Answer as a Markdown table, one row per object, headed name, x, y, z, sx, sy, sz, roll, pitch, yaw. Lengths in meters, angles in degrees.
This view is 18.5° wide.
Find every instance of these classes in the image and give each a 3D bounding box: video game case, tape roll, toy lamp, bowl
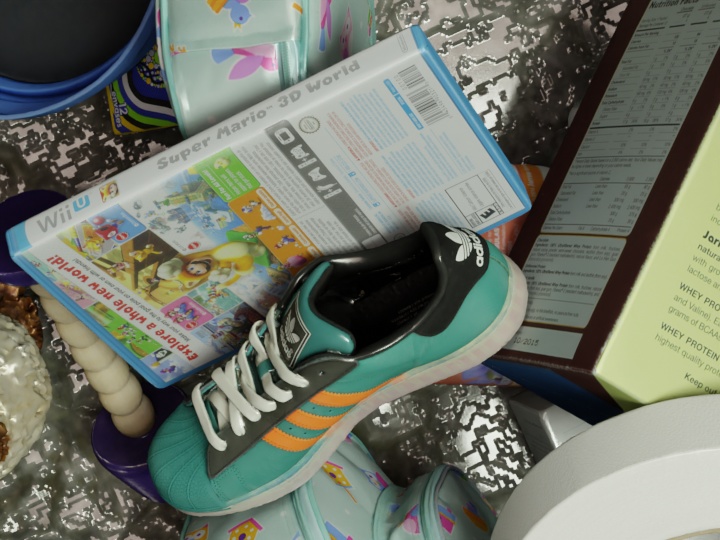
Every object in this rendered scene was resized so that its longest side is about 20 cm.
| name | x | y | z | sx | sy | sz | roll | pitch | yaw |
| --- | --- | --- | --- | --- | --- | --- | --- | --- | --- |
| video game case | -0.037 | -0.023 | 0.982 | 0.199 | 0.143 | 0.018 | -26 | 56 | 10 |
| tape roll | 0.154 | 0.140 | 0.970 | 0.202 | 0.037 | 0.204 | 0 | 128 | 0 |
| toy lamp | -0.124 | 0.044 | 1.074 | 0.058 | 0.058 | 0.200 | -26 | 137 | -4 |
| bowl | -0.166 | -0.174 | 1.071 | 0.200 | 0.039 | 0.202 | 4 | 99 | 27 |

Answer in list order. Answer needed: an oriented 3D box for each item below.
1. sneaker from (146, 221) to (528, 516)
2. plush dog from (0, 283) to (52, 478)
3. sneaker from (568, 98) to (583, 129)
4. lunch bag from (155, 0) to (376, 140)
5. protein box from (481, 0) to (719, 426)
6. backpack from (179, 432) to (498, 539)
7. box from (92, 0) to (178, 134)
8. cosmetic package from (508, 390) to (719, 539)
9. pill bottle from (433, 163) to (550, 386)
| name | x | y | z | sx | sy | sz | roll | pitch | yaw |
| --- | --- | --- | --- | --- | --- | --- | --- | --- | --- |
| sneaker | -0.025 | 0.038 | 0.997 | 0.200 | 0.080 | 0.072 | -34 | 56 | 13 |
| plush dog | -0.235 | 0.067 | 1.073 | 0.171 | 0.200 | 0.161 | -4 | 127 | 5 |
| sneaker | 0.201 | -0.045 | 1.142 | 0.199 | 0.075 | 0.082 | 14 | 90 | -7 |
| lunch bag | -0.037 | -0.148 | 1.024 | 0.077 | 0.160 | 0.201 | -3 | 83 | 14 |
| protein box | 0.193 | -0.003 | 1.029 | 0.198 | 0.135 | 0.201 | 29 | 82 | -21 |
| backpack | 0.007 | 0.175 | 1.077 | 0.153 | 0.176 | 0.200 | -38 | 95 | 15 |
| box | -0.095 | -0.172 | 1.098 | 0.064 | 0.070 | 0.201 | -7 | 94 | 32 |
| cosmetic package | 0.170 | 0.135 | 1.147 | 0.112 | 0.081 | 0.201 | -27 | 94 | -6 |
| pill bottle | 0.000 | 0.000 | 1.107 | 0.199 | 0.112 | 0.113 | 2 | 93 | -5 |
